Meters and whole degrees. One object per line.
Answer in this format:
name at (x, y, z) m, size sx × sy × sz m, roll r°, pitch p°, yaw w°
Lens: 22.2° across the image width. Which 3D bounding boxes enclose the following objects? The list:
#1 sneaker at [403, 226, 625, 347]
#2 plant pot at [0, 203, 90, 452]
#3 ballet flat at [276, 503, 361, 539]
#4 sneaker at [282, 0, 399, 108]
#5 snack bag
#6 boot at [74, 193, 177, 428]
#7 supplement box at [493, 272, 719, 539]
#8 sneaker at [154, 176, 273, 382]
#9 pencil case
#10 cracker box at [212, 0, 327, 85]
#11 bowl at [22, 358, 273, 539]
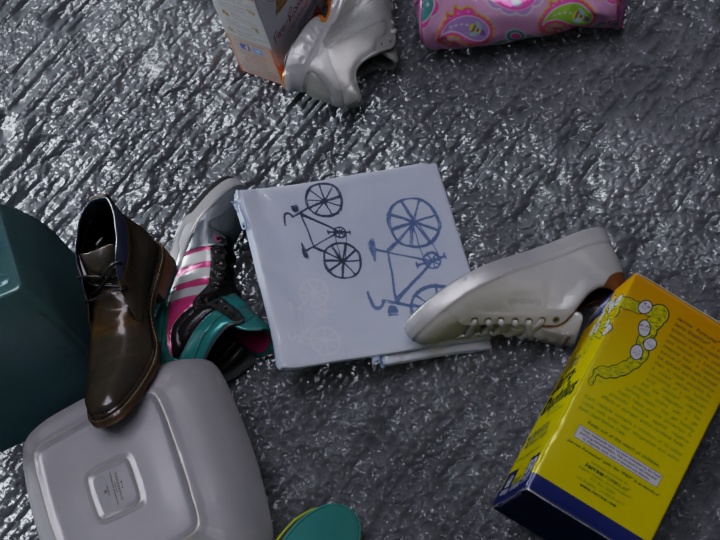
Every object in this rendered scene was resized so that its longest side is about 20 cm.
sneaker at (0.137, 0.033, 1.551) m, size 0.198 × 0.073 × 0.085 m, roll -21°, pitch 74°, yaw -12°
plant pot at (-0.309, 0.037, 1.579) m, size 0.140 × 0.200 × 0.142 m, roll -22°, pitch 61°, yaw 0°
ballet flat at (-0.057, 0.265, 1.475) m, size 0.066 × 0.067 × 0.200 m, roll 31°, pitch 36°, yaw 1°
sneaker at (0.008, -0.235, 1.731) m, size 0.091 × 0.076 × 0.201 m, roll 28°, pitch 74°, yaw 7°
snack bag at (0.000, 0.000, 1.604) m, size 0.198 × 0.021 × 0.190 m, roll -9°, pitch 63°, yaw -15°
boot at (-0.213, 0.031, 1.519) m, size 0.074 × 0.097 × 0.201 m, roll -18°, pitch 40°, yaw 22°
supplement box at (0.206, 0.123, 1.466) m, size 0.109 × 0.109 × 0.201 m, roll 31°, pitch 71°, yaw -1°
sneaker at (-0.119, 0.021, 1.612) m, size 0.120 × 0.084 × 0.201 m, roll 22°, pitch 78°, yaw 26°
pencil case at (0.148, -0.254, 1.696) m, size 0.198 × 0.088 × 0.088 m, roll -5°, pitch 63°, yaw 10°
cracker box at (-0.079, -0.281, 1.689) m, size 0.057 × 0.200 × 0.135 m, roll 21°, pitch 70°, yaw 20°
bowl at (-0.187, 0.185, 1.519) m, size 0.198 × 0.075 × 0.202 m, roll -25°, pitch 72°, yaw 14°
